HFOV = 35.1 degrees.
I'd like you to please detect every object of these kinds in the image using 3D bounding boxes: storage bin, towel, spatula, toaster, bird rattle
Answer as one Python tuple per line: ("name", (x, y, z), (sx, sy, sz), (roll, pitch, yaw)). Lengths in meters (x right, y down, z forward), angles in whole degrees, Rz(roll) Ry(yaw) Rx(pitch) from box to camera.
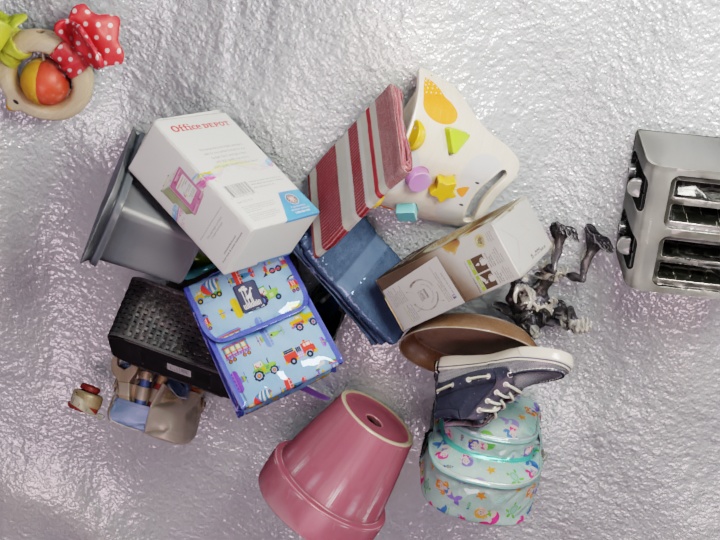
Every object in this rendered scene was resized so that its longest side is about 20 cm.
("storage bin", (-0.247, 0.100, 1.615), (0.199, 0.094, 0.135), (21, 159, -1))
("towel", (0.000, 0.000, 1.547), (0.200, 0.112, 0.048), (49, 154, -15))
("towel", (-0.004, -0.122, 1.437), (0.023, 0.145, 0.200), (19, 138, -29))
("storage bin", (-0.278, -0.069, 1.510), (0.134, 0.201, 0.146), (23, 122, -14))
("spatula", (-0.142, 0.167, 1.695), (0.198, 0.057, 0.021), (9, 90, 7))
("toaster", (0.424, -0.067, 1.418), (0.198, 0.119, 0.182), (7, 121, 6))
("bird rattle", (-0.407, -0.273, 1.489), (0.198, 0.113, 0.164), (1, 132, -5))

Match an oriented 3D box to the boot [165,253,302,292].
("boot", (-0.179, 0.029, 1.615), (0.198, 0.074, 0.076), (-6, 125, 10))

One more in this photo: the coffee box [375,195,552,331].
("coffee box", (0.133, -0.008, 1.474), (0.199, 0.114, 0.080), (-27, 95, 36))

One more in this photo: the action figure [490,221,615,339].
("action figure", (0.252, 0.032, 1.518), (0.118, 0.102, 0.201), (17, 120, -13))

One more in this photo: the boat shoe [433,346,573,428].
("boat shoe", (0.186, 0.160, 1.505), (0.199, 0.093, 0.075), (-10, 149, 34))

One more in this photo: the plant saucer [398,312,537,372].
("plant saucer", (0.152, 0.102, 1.549), (0.198, 0.035, 0.201), (7, 156, 3))

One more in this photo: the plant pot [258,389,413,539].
("plant pot", (-0.022, 0.284, 1.671), (0.199, 0.200, 0.180), (33, 104, -9))

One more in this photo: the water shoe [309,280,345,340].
("water shoe", (-0.071, 0.092, 1.622), (0.071, 0.079, 0.201), (21, 121, -2))

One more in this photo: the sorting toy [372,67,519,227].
("sorting toy", (0.105, -0.127, 1.472), (0.179, 0.107, 0.200), (20, 123, -24))

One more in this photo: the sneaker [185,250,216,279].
("sneaker", (-0.174, -0.044, 1.564), (0.199, 0.080, 0.078), (-31, 110, 23))

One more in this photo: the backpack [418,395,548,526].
("backpack", (0.173, 0.261, 1.604), (0.176, 0.200, 0.152), (12, 121, 4))

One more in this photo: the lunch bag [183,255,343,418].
("lunch bag", (-0.136, 0.071, 1.524), (0.150, 0.094, 0.201), (-24, 81, -14))

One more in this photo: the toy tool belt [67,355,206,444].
("toy tool belt", (-0.326, 0.178, 1.714), (0.199, 0.125, 0.124), (19, 83, -5))

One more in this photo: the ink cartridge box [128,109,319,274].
("ink cartridge box", (-0.174, -0.104, 1.449), (0.200, 0.144, 0.085), (47, 122, 16))
